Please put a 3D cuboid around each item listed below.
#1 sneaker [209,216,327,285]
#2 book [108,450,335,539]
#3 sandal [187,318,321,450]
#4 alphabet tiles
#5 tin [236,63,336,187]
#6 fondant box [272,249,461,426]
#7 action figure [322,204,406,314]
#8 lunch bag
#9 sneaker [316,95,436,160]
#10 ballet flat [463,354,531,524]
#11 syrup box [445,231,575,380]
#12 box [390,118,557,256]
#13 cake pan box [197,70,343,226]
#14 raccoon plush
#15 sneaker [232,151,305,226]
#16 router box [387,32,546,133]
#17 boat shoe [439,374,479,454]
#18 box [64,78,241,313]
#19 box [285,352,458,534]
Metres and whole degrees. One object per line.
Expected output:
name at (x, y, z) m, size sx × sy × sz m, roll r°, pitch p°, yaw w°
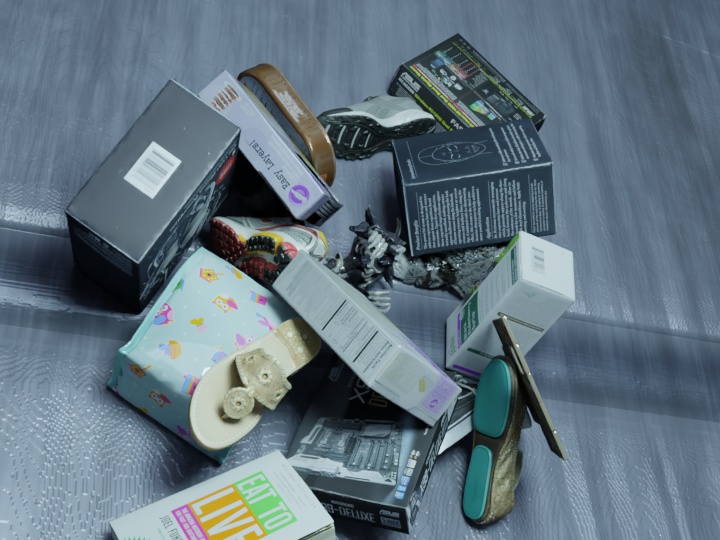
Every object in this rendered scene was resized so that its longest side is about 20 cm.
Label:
sneaker at (-0.115, -0.027, 1.555) m, size 0.081 × 0.079 × 0.199 m, roll -22°, pitch 24°, yaw -35°
book at (-0.142, 0.272, 1.325) m, size 0.198 × 0.049 × 0.134 m, roll -21°, pitch 42°, yaw -23°
sandal at (-0.100, 0.102, 1.360) m, size 0.078 × 0.070 × 0.211 m, roll 49°, pitch 44°, yaw 0°
alphabet tiles at (0.192, 0.133, 1.484) m, size 0.007 × 0.200 × 0.169 m, roll -24°, pitch 86°, yaw 1°
tin at (-0.104, -0.186, 1.713) m, size 0.042 × 0.112 × 0.201 m, roll -21°, pitch 65°, yaw -37°
fondant box at (0.006, 0.075, 1.438) m, size 0.200 × 0.058 × 0.144 m, roll 45°, pitch 5°, yaw 40°
action figure at (0.000, 0.000, 1.605) m, size 0.199 × 0.120 × 0.101 m, roll -31°, pitch 32°, yaw -28°
lunch bag at (-0.164, 0.086, 1.460) m, size 0.169 × 0.122 × 0.201 m, roll 32°, pitch 52°, yaw 1°
sneaker at (0.013, -0.210, 1.828) m, size 0.198 × 0.075 × 0.080 m, roll -7°, pitch 47°, yaw -38°
ballet flat at (0.166, 0.198, 1.514) m, size 0.064 × 0.203 × 0.070 m, roll 3°, pitch 12°, yaw -35°
syrup box at (0.183, 0.051, 1.605) m, size 0.080 × 0.201 × 0.080 m, roll 20°, pitch 47°, yaw -16°
box at (0.148, -0.112, 1.705) m, size 0.196 × 0.109 × 0.149 m, roll -8°, pitch 29°, yaw 0°
cake pan box at (-0.104, -0.140, 1.564) m, size 0.201 × 0.052 × 0.184 m, roll 51°, pitch 6°, yaw 6°
raccoon plush at (0.140, -0.041, 1.740) m, size 0.197 × 0.097 × 0.135 m, roll 17°, pitch 40°, yaw -13°
sneaker at (-0.123, -0.090, 1.661) m, size 0.104 × 0.060 × 0.200 m, roll 50°, pitch 3°, yaw -33°
router box at (0.161, -0.250, 1.931) m, size 0.200 × 0.062 × 0.149 m, roll 45°, pitch 47°, yaw 12°
boat shoe at (0.118, 0.162, 1.572) m, size 0.198 × 0.074 × 0.069 m, roll -33°, pitch 86°, yaw -31°
box at (-0.236, -0.081, 1.475) m, size 0.103 × 0.182 × 0.201 m, roll 34°, pitch 70°, yaw 2°
box at (0.011, 0.191, 1.463) m, size 0.155 × 0.050 × 0.201 m, roll 10°, pitch 46°, yaw 18°
